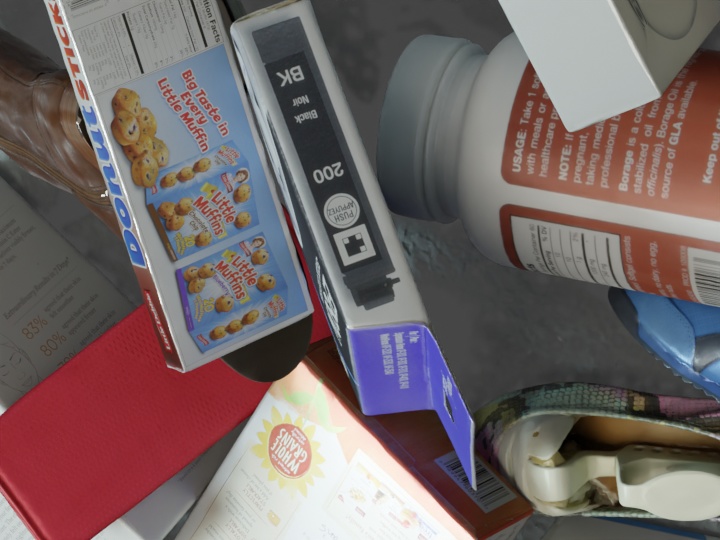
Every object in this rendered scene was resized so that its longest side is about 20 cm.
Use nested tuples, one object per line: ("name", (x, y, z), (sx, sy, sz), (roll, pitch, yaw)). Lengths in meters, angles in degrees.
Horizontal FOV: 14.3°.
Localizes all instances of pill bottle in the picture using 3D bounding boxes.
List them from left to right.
("pill bottle", (0.114, -0.050, 1.288), (0.199, 0.112, 0.113), (12, 121, 21))

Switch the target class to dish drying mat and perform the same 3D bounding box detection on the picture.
("dish drying mat", (-0.095, 0.055, 1.415), (0.077, 0.200, 0.018), (52, 164, -1))

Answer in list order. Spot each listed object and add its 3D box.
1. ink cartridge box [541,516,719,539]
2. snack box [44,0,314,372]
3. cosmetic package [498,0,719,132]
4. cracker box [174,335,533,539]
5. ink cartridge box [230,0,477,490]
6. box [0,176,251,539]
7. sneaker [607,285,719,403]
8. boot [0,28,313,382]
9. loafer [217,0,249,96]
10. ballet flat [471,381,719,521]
("ink cartridge box", (0.143, 0.249, 1.414), (0.146, 0.146, 0.201), (11, 120, 20))
("snack box", (-0.083, -0.059, 1.290), (0.024, 0.072, 0.201), (15, 126, 61))
("cosmetic package", (0.086, -0.180, 1.207), (0.051, 0.151, 0.201), (-21, 106, 31))
("cracker box", (-0.018, 0.147, 1.438), (0.134, 0.058, 0.200), (45, 123, 18))
("ink cartridge box", (0.000, 0.000, 1.289), (0.043, 0.198, 0.201), (-21, 77, -2))
("box", (-0.173, 0.067, 1.483), (0.200, 0.124, 0.097), (44, 129, -1))
("sneaker", (0.204, 0.039, 1.312), (0.200, 0.066, 0.079), (36, 108, 30))
("boot", (-0.118, -0.038, 1.404), (0.187, 0.064, 0.200), (58, 161, -23))
("loafer", (-0.115, -0.159, 1.371), (0.072, 0.063, 0.201), (-22, 105, 33))
("ballet flat", (0.128, 0.094, 1.384), (0.199, 0.071, 0.070), (0, 110, 26))
